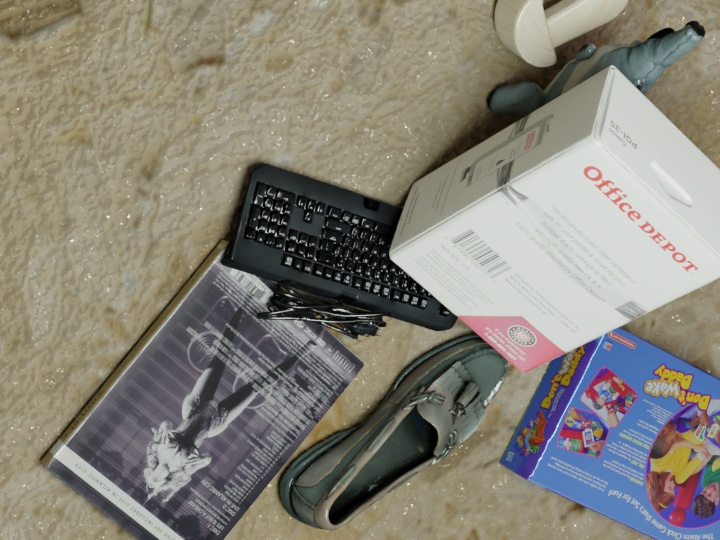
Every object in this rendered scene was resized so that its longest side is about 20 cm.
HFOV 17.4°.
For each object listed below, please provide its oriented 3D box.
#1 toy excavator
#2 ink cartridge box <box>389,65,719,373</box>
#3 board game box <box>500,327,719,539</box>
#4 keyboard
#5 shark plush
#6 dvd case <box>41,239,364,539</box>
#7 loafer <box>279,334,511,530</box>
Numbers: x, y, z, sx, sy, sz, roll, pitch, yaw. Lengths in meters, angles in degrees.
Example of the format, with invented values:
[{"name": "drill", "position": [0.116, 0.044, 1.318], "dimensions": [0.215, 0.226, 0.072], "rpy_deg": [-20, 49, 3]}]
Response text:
[{"name": "toy excavator", "position": [0.201, -0.244, 1.679], "dimensions": [0.194, 0.100, 0.200], "rpy_deg": [-3, 114, -25]}, {"name": "ink cartridge box", "position": [0.144, -0.031, 1.633], "dimensions": [0.147, 0.200, 0.083], "rpy_deg": [41, 42, -22]}, {"name": "board game box", "position": [0.221, 0.130, 1.815], "dimensions": [0.200, 0.045, 0.135], "rpy_deg": [27, 91, -30]}, {"name": "keyboard", "position": [0.000, 0.000, 1.661], "dimensions": [0.200, 0.040, 0.104], "rpy_deg": [17, 89, -31]}, {"name": "shark plush", "position": [0.181, -0.111, 1.660], "dimensions": [0.091, 0.200, 0.083], "rpy_deg": [25, 48, -38]}, {"name": "dvd case", "position": [-0.108, 0.099, 1.658], "dimensions": [0.149, 0.016, 0.200], "rpy_deg": [43, 82, -30]}, {"name": "loafer", "position": [0.036, 0.124, 1.710], "dimensions": [0.200, 0.063, 0.072], "rpy_deg": [-37, 117, -13]}]
